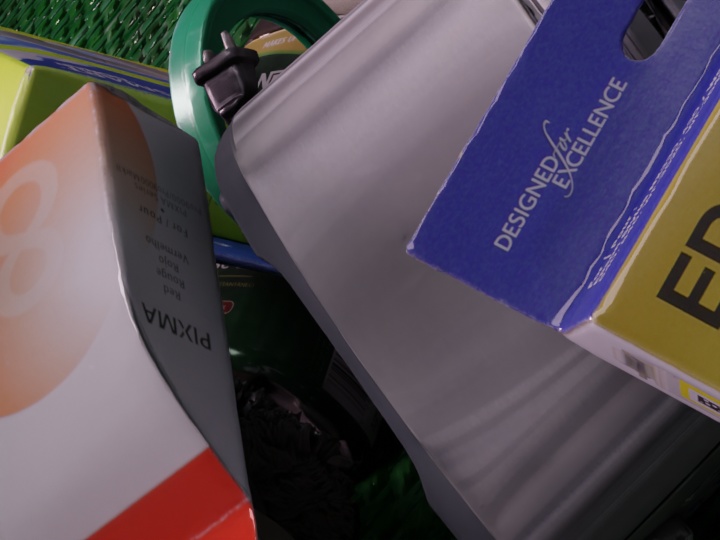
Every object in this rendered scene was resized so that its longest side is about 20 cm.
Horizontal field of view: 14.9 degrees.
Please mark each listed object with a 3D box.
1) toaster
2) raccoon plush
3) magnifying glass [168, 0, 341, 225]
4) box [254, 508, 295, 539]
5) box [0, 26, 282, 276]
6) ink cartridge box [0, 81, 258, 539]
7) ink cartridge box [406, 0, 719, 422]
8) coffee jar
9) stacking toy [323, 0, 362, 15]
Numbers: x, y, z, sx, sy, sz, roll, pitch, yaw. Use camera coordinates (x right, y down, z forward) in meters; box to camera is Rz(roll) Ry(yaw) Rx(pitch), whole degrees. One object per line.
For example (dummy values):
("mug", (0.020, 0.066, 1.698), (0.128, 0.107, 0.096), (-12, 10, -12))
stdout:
("toaster", (0.054, -0.020, 0.772), (0.129, 0.201, 0.113), (-42, -15, 26))
("raccoon plush", (-0.080, 0.055, 0.950), (0.096, 0.201, 0.134), (-30, 22, -25))
("magnifying glass", (0.000, 0.000, 0.866), (0.022, 0.201, 0.080), (-20, 12, 41))
("box", (-0.068, 0.180, 0.796), (0.200, 0.105, 0.184), (-53, 42, 4))
("box", (-0.086, -0.047, 0.952), (0.200, 0.121, 0.048), (28, 103, 64))
("ink cartridge box", (-0.104, 0.070, 0.772), (0.162, 0.050, 0.201), (-37, 42, 29))
("ink cartridge box", (0.141, -0.045, 0.662), (0.198, 0.199, 0.047), (-59, -12, -10))
("coffee jar", (-0.018, -0.021, 1.053), (0.104, 0.085, 0.201), (-8, 49, 39))
("stacking toy", (0.042, -0.145, 1.010), (0.145, 0.200, 0.147), (-5, 79, 25))
